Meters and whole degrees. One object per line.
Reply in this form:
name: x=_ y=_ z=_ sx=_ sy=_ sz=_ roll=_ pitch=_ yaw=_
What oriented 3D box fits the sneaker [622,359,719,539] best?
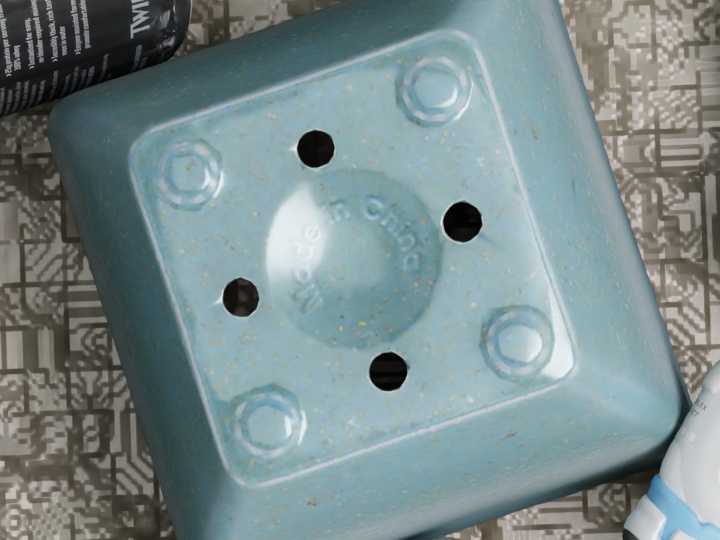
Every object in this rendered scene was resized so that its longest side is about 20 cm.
sneaker: x=0.193 y=0.082 z=0.951 sx=0.199 sy=0.075 sz=0.087 roll=18 pitch=97 yaw=-11

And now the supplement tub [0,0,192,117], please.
supplement tub: x=-0.168 y=-0.103 z=1.000 sx=0.199 sy=0.122 sz=0.123 roll=-19 pitch=87 yaw=-18

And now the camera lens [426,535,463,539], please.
camera lens: x=-0.019 y=0.189 z=0.975 sx=0.199 sy=0.160 sz=0.161 roll=-17 pitch=87 yaw=-9

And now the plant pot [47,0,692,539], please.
plant pot: x=0.000 y=0.000 z=0.976 sx=0.195 sy=0.200 sz=0.197 roll=-18 pitch=87 yaw=2
